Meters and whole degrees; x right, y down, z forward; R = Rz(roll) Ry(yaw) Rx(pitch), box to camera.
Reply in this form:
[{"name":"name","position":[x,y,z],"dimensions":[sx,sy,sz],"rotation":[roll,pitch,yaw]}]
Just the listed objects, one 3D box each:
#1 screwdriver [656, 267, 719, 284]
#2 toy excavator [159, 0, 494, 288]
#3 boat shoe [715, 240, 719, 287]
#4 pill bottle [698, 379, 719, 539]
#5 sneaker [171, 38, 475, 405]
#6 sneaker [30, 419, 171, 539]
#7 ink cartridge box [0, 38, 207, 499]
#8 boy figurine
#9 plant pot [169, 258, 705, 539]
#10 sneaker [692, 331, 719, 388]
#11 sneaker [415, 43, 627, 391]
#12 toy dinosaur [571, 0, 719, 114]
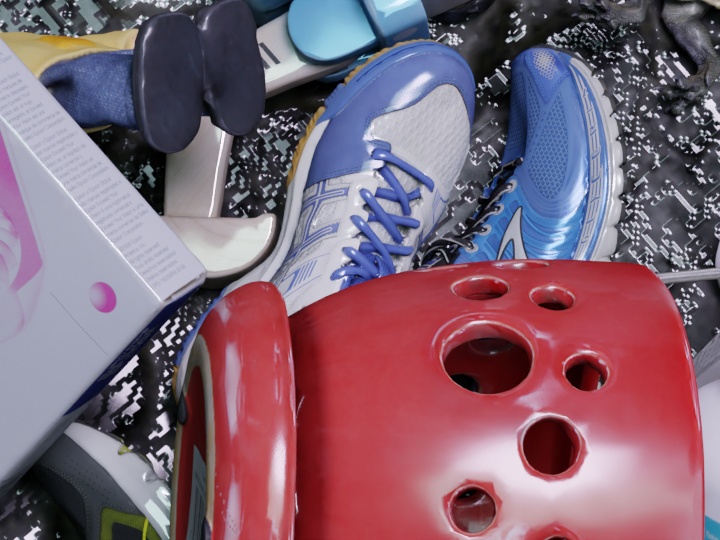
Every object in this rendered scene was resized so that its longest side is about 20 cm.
[{"name":"screwdriver","position":[0.122,0.005,1.246],"dimensions":[0.200,0.029,0.028],"rotation":[-5,83,-12]},{"name":"toy excavator","position":[-0.028,-0.112,1.297],"dimensions":[0.200,0.100,0.195],"rotation":[-24,81,0]},{"name":"boat shoe","position":[0.230,-0.066,1.312],"dimensions":[0.072,0.068,0.200],"rotation":[36,75,-24]},{"name":"pill bottle","position":[0.166,0.118,1.153],"dimensions":[0.111,0.111,0.200],"rotation":[7,115,-7]},{"name":"sneaker","position":[0.000,0.000,1.232],"dimensions":[0.075,0.088,0.200],"rotation":[25,99,-30]},{"name":"sneaker","position":[-0.086,0.149,1.219],"dimensions":[0.085,0.074,0.200],"rotation":[-38,79,-8]},{"name":"ink cartridge box","position":[-0.187,-0.010,1.193],"dimensions":[0.200,0.196,0.043],"rotation":[47,36,5]},{"name":"boy figurine","position":[-0.128,-0.086,1.234],"dimensions":[0.124,0.200,0.065],"rotation":[-17,109,-42]},{"name":"plant pot","position":[0.023,0.091,1.118],"dimensions":[0.182,0.200,0.201],"rotation":[4,75,-10]},{"name":"sneaker","position":[0.185,0.080,1.236],"dimensions":[0.118,0.200,0.074],"rotation":[43,33,1]},{"name":"sneaker","position":[0.065,-0.006,1.280],"dimensions":[0.089,0.079,0.200],"rotation":[9,74,-9]},{"name":"toy dinosaur","position":[0.149,-0.129,1.343],"dimensions":[0.200,0.047,0.088],"rotation":[36,67,-1]}]
